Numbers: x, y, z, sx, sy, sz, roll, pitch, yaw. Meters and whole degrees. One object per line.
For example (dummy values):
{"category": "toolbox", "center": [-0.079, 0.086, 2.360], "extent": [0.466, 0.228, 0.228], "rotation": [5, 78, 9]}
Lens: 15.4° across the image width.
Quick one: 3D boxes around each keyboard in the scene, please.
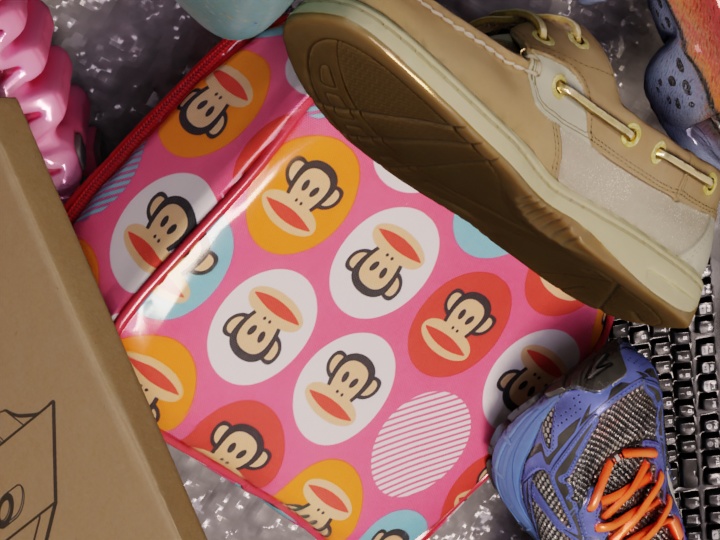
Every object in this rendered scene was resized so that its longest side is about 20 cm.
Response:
{"category": "keyboard", "center": [0.131, 0.058, 1.058], "extent": [0.103, 0.040, 0.201], "rotation": [-10, 115, -5]}

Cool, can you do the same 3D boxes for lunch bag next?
{"category": "lunch bag", "center": [0.000, 0.000, 0.955], "extent": [0.176, 0.082, 0.200], "rotation": [-47, 133, 2]}

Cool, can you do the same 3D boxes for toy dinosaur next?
{"category": "toy dinosaur", "center": [0.133, -0.107, 0.933], "extent": [0.105, 0.200, 0.182], "rotation": [-37, 147, -10]}

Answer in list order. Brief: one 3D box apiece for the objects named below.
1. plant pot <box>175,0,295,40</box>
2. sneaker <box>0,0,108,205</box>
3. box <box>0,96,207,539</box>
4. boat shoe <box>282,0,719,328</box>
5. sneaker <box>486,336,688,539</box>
{"category": "plant pot", "center": [-0.041, -0.190, 0.830], "extent": [0.196, 0.200, 0.196], "rotation": [-44, 114, 9]}
{"category": "sneaker", "center": [-0.155, -0.082, 0.932], "extent": [0.095, 0.079, 0.201], "rotation": [-13, 114, 8]}
{"category": "box", "center": [-0.134, 0.067, 0.903], "extent": [0.163, 0.201, 0.021], "rotation": [-38, 157, 33]}
{"category": "boat shoe", "center": [0.052, -0.051, 0.879], "extent": [0.200, 0.074, 0.067], "rotation": [37, 72, -43]}
{"category": "sneaker", "center": [0.102, 0.104, 1.005], "extent": [0.075, 0.078, 0.201], "rotation": [-34, 140, -21]}
